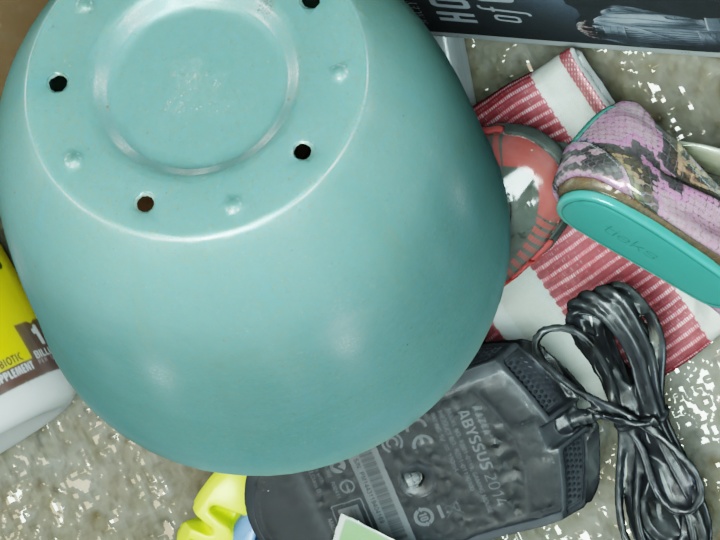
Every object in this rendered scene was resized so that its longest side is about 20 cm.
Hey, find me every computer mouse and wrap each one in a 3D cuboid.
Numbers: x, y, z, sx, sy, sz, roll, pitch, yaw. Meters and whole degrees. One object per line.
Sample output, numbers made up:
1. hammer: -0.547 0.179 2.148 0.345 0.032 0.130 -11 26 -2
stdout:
1. computer mouse: 0.048 0.082 1.050 0.200 0.053 0.139 -14 107 14

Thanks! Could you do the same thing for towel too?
1. towel: 0.056 0.010 1.062 0.200 0.023 0.144 -34 94 25

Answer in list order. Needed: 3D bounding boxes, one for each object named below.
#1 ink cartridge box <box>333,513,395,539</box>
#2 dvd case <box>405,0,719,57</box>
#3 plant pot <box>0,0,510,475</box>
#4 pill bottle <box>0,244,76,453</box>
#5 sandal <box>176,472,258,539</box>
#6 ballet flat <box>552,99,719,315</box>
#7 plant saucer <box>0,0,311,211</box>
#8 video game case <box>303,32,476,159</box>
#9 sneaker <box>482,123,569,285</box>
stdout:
1. ink cartridge box: 0.073 0.190 1.055 0.200 0.048 0.146 28 129 16
2. dvd case: 0.083 -0.126 0.957 0.200 0.150 0.025 5 75 16
3. plant pot: -0.047 -0.039 0.908 0.201 0.161 0.201 -2 69 6
4. pill bottle: -0.229 0.001 1.156 0.109 0.109 0.200 -34 85 26
5. sandal: -0.063 0.181 1.131 0.087 0.079 0.200 32 113 13
6. ballet flat: 0.170 -0.001 0.986 0.200 0.071 0.069 37 159 -9
7. plant saucer: -0.108 -0.096 1.052 0.200 0.029 0.200 4 123 6
8. video game case: -0.045 -0.131 1.095 0.182 0.024 0.200 -9 95 26
9. sneaker: 0.000 0.000 1.015 0.200 0.098 0.071 -24 95 23
